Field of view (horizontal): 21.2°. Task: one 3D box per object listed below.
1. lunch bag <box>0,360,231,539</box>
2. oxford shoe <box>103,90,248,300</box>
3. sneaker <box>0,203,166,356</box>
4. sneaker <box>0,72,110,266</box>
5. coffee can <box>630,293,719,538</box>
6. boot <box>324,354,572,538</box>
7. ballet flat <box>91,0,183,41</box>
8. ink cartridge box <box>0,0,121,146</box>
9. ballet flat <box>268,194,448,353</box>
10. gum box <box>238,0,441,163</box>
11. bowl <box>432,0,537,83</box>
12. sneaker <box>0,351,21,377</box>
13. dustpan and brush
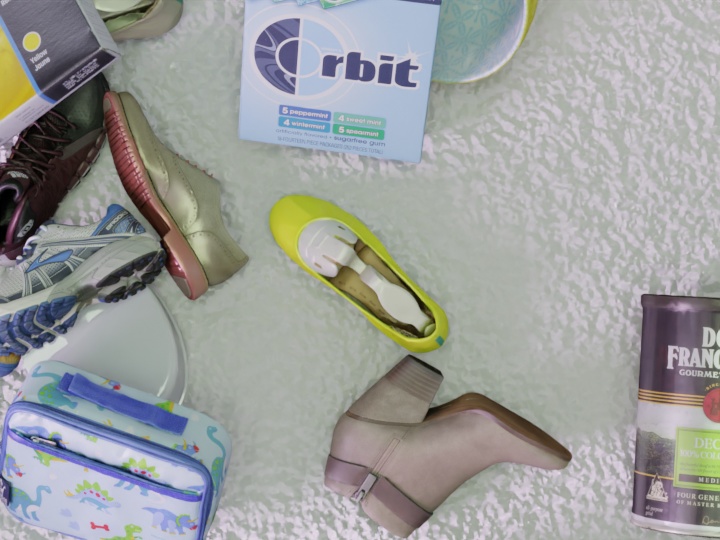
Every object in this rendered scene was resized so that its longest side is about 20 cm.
[{"bbox_3d":[-0.218,0.170,1.689,0.198,0.083,0.162,20,133,1],"label":"lunch bag"},{"bbox_3d":[-0.170,-0.077,1.743,0.073,0.071,0.202,-27,96,-18],"label":"oxford shoe"},{"bbox_3d":[-0.276,0.006,1.712,0.199,0.077,0.086,-26,64,-16],"label":"sneaker"},{"bbox_3d":[-0.285,-0.096,1.715,0.075,0.116,0.202,24,90,2],"label":"sneaker"},{"bbox_3d":[0.313,0.125,1.683,0.145,0.146,0.203,3,90,1],"label":"coffee can"},{"bbox_3d":[0.071,0.176,1.733,0.199,0.070,0.147,30,96,3],"label":"boot"},{"bbox_3d":[-0.259,-0.231,1.742,0.198,0.069,0.070,-14,89,1],"label":"ballet flat"},{"bbox_3d":[-0.337,-0.215,1.709,0.197,0.047,0.201,-35,73,13],"label":"ink cartridge box"},{"bbox_3d":[0.000,0.000,1.731,0.200,0.067,0.067,40,91,2],"label":"ballet flat"},{"bbox_3d":[-0.018,-0.195,1.687,0.168,0.045,0.201,7,132,2],"label":"gum box"},{"bbox_3d":[0.081,-0.279,1.703,0.200,0.200,0.108,40,48,2],"label":"bowl"},{"bbox_3d":[-0.405,0.066,1.748,0.198,0.075,0.089,20,106,4],"label":"sneaker"},{"bbox_3d":[-0.192,0.115,1.747,0.139,0.057,0.200,-42,82,-10],"label":"dustpan and brush"}]
